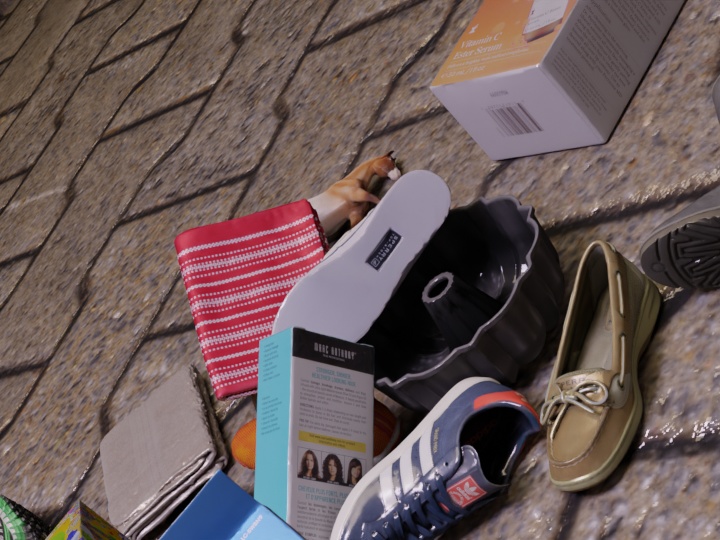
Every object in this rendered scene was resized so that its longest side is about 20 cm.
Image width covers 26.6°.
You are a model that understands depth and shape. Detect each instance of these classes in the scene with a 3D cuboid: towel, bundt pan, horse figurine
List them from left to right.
[{"bbox_3d":[-0.195,0.178,1.495,0.133,0.034,0.200,-41,26,6],"label":"towel"},{"bbox_3d":[-0.088,0.024,1.423,0.144,0.022,0.200,-14,52,-7],"label":"towel"},{"bbox_3d":[-0.038,-0.042,1.567,0.200,0.050,0.133,-37,35,10],"label":"horse figurine"},{"bbox_3d":[0.085,0.036,1.249,0.202,0.076,0.202,-33,29,22],"label":"bundt pan"}]

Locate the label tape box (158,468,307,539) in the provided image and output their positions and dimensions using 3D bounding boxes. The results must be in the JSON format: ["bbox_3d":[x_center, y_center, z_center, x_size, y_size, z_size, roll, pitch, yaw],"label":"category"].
[{"bbox_3d":[-0.063,0.252,1.013,0.144,0.200,0.063,-50,27,-9],"label":"label tape box"}]

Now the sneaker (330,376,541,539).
[{"bbox_3d":[0.056,0.163,1.112,0.200,0.075,0.084,-53,26,-13],"label":"sneaker"}]

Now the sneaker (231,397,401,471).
[{"bbox_3d":[-0.049,0.130,1.309,0.200,0.077,0.073,-18,39,46],"label":"sneaker"}]

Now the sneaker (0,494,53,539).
[{"bbox_3d":[-0.340,0.288,1.495,0.085,0.078,0.200,-47,27,-2],"label":"sneaker"}]

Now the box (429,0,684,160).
[{"bbox_3d":[0.187,-0.217,1.430,0.152,0.106,0.200,-6,46,52],"label":"box"}]

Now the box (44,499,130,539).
[{"bbox_3d":[-0.241,0.314,1.213,0.200,0.122,0.193,-51,10,-6],"label":"box"}]

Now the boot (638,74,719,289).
[{"bbox_3d":[0.285,-0.089,1.149,0.182,0.073,0.200,-21,40,16],"label":"boot"}]

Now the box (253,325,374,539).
[{"bbox_3d":[-0.036,0.150,1.165,0.049,0.082,0.200,-24,58,48],"label":"box"}]

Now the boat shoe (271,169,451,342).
[{"bbox_3d":[0.000,0.000,1.279,0.200,0.071,0.070,-52,0,-6],"label":"boat shoe"}]

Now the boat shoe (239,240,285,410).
[{"bbox_3d":[-0.075,0.045,1.461,0.072,0.072,0.200,-5,55,5],"label":"boat shoe"}]

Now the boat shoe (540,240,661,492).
[{"bbox_3d":[0.166,0.068,1.103,0.073,0.063,0.201,-17,38,44],"label":"boat shoe"}]
